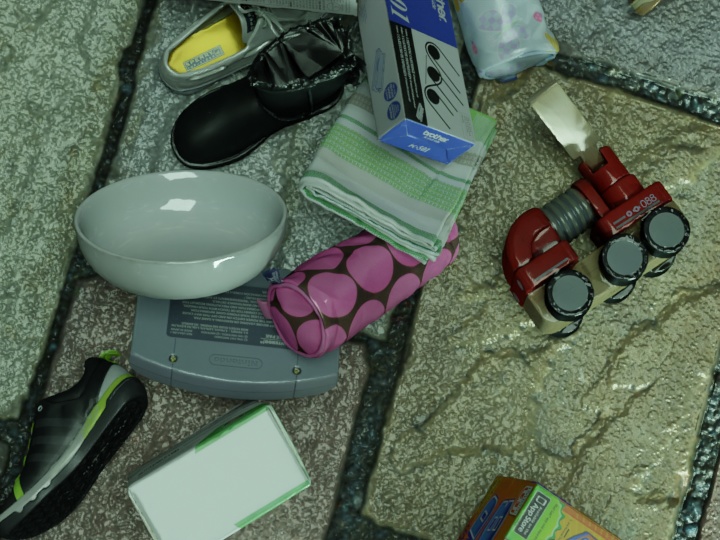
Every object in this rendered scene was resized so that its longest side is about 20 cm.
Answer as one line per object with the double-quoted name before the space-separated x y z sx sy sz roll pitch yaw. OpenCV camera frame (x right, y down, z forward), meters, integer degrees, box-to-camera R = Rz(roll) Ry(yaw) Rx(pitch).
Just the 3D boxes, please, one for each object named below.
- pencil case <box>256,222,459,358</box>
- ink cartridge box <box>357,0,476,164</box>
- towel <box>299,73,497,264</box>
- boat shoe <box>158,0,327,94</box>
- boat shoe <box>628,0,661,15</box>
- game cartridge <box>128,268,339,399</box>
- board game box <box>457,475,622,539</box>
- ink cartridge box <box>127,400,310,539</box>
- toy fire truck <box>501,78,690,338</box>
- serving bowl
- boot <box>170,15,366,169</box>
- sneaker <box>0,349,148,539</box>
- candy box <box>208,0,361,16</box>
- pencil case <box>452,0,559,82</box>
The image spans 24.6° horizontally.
"pencil case" 0.000 0.000 1.567 0.199 0.093 0.092 -31 111 -34
"ink cartridge box" 0.049 -0.208 1.582 0.093 0.044 0.202 15 54 -39
"towel" 0.041 -0.112 1.584 0.148 0.031 0.201 29 50 -1
"boat shoe" -0.109 -0.244 1.605 0.201 0.086 0.075 -29 88 -7
"boat shoe" 0.324 -0.355 1.670 0.072 0.072 0.200 40 88 -2
"game cartridge" -0.118 0.057 1.574 0.198 0.042 0.134 6 59 -5
"board game box" 0.172 0.330 1.523 0.199 0.200 0.201 34 82 -2
"ink cartridge box" -0.132 0.189 1.506 0.145 0.200 0.085 -31 91 -8
"toy fire truck" 0.204 -0.064 1.612 0.175 0.129 0.201 -32 77 -7
"serving bowl" -0.166 -0.025 1.543 0.198 0.201 0.066 -3 118 -6
"boot" -0.090 -0.167 1.561 0.197 0.162 0.074 -24 86 -8
"sneaker" -0.285 0.165 1.570 0.083 0.072 0.200 37 80 23
"candy box" -0.090 -0.320 1.565 0.198 0.061 0.137 7 60 3
"pencil case" 0.132 -0.292 1.636 0.090 0.083 0.202 -17 87 -13
